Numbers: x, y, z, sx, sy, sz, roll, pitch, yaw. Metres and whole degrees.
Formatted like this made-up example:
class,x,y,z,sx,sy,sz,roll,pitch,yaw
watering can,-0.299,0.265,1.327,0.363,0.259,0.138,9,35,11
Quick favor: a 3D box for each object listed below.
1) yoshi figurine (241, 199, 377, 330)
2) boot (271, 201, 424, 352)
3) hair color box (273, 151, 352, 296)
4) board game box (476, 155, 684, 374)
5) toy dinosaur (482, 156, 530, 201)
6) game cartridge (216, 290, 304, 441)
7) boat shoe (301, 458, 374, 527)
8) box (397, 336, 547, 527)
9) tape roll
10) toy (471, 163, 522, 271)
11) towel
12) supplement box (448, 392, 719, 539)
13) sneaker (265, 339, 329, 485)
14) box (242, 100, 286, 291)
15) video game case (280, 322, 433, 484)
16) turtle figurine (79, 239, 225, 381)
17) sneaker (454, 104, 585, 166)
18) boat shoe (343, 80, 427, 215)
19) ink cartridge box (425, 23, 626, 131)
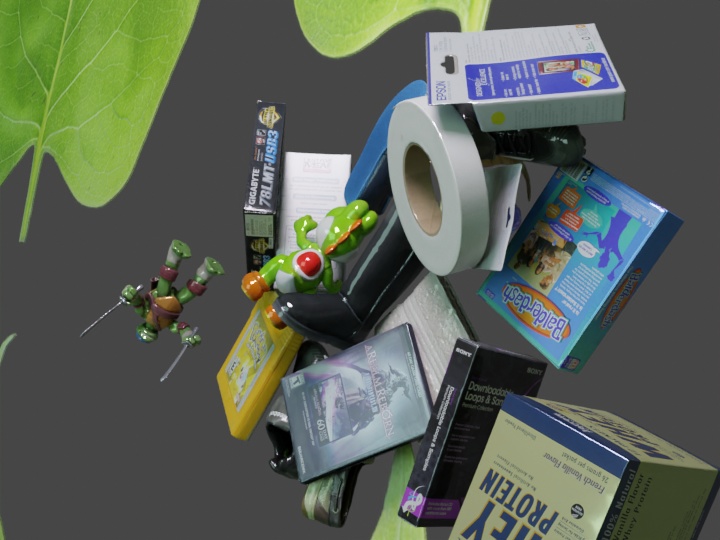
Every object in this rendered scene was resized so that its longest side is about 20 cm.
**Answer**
class,x,y,z,sx,sy,sz,roll,pitch,yaw
yoshi figurine,-0.059,-0.017,1.172,0.200,0.112,0.112,-40,45,4
boot,0.000,0.000,1.103,0.200,0.164,0.066,-50,52,12
hair color box,-0.066,-0.064,1.248,0.098,0.061,0.202,3,77,2
board game box,0.236,-0.012,0.968,0.201,0.045,0.152,-58,45,15
toy dinosaur,0.161,-0.153,1.092,0.199,0.060,0.107,19,104,49
game cartridge,-0.148,0.122,1.293,0.201,0.032,0.176,-62,25,13
boat shoe,-0.010,0.236,1.138,0.064,0.073,0.202,20,84,20
box,0.126,0.181,0.955,0.036,0.142,0.202,19,92,44
tape roll,0.084,-0.096,0.985,0.203,0.037,0.205,166,90,-75
toy,0.149,-0.057,1.018,0.200,0.047,0.116,-171,92,-72
towel,0.091,0.112,1.090,0.133,0.034,0.201,-45,50,26
supplement box,0.205,0.241,0.815,0.134,0.199,0.202,26,97,46
sneaker,-0.087,0.192,1.206,0.066,0.090,0.202,-7,73,43
box,-0.139,-0.105,1.272,0.199,0.049,0.202,103,171,-57
video game case,-0.006,0.168,1.101,0.199,0.019,0.144,-26,61,22
turtle figurine,-0.318,0.063,1.446,0.143,0.200,0.195,37,103,9
sneaker,0.156,-0.152,0.978,0.199,0.090,0.067,34,144,41
boat shoe,0.049,-0.166,1.193,0.201,0.068,0.084,-54,35,26
ink cartridge box,0.172,-0.213,0.955,0.198,0.047,0.198,-4,36,7
